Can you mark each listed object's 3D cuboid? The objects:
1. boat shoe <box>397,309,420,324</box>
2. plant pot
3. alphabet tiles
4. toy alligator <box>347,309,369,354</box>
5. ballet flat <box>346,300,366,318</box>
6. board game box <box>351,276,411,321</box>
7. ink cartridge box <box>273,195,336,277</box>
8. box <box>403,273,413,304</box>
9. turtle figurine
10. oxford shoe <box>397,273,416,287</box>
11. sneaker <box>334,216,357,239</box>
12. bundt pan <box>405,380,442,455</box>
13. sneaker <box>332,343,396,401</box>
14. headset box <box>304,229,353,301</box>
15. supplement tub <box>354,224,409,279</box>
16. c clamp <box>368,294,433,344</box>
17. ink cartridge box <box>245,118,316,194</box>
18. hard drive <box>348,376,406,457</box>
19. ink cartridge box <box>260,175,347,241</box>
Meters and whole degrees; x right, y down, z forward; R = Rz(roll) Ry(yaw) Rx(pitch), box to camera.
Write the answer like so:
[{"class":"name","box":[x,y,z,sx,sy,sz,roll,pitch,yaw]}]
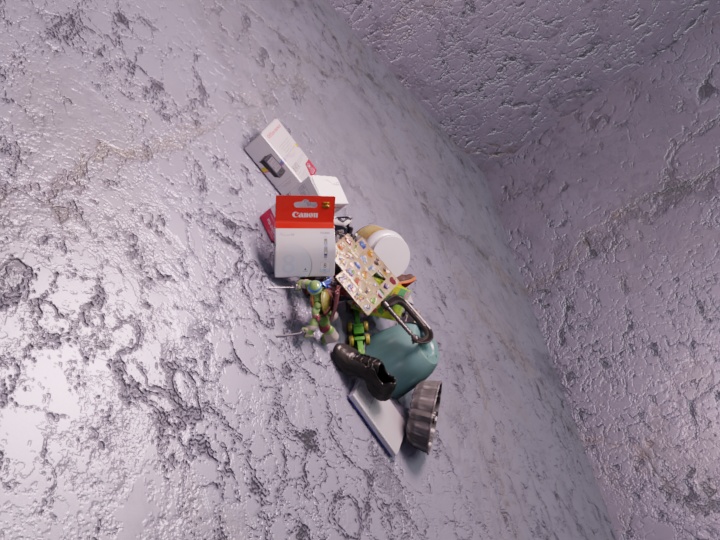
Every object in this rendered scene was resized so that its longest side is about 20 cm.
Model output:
[{"class":"boat shoe","box":[0.149,0.189,1.904,0.061,0.074,0.200,16,31,13]},{"class":"plant pot","box":[0.135,0.247,1.681,0.200,0.159,0.204,41,31,-31]},{"class":"alphabet tiles","box":[0.000,0.000,1.561,0.201,0.008,0.167,49,50,0]},{"class":"toy alligator","box":[-0.004,0.208,1.605,0.055,0.057,0.205,97,-13,-59]},{"class":"ballet flat","box":[-0.028,0.044,1.705,0.071,0.068,0.205,20,49,-60]},{"class":"board game box","box":[0.065,0.083,1.677,0.047,0.104,0.198,28,5,36]},{"class":"ink cartridge box","box":[-0.139,-0.084,1.446,0.155,0.205,0.047,-1,23,-14]},{"class":"box","box":[0.101,0.015,1.941,0.155,0.041,0.204,27,42,-48]},{"class":"turtle figurine","box":[-0.134,0.104,1.451,0.144,0.199,0.195,42,-12,38]},{"class":"oxford shoe","box":[0.118,0.026,1.838,0.074,0.071,0.199,57,28,10]},{"class":"sneaker","box":[-0.088,-0.147,1.727,0.201,0.128,0.080,52,26,-13]},{"class":"bundt pan","box":[0.175,0.404,1.604,0.202,0.074,0.208,10,90,-77]},{"class":"sneaker","box":[0.016,0.249,1.494,0.198,0.091,0.076,35,50,5]},{"class":"headset box","box":[-0.084,-0.005,1.597,0.147,0.073,0.206,15,70,-54]},{"class":"supplement tub","box":[0.057,-0.056,1.736,0.145,0.145,0.200,47,-6,-21]},{"class":"c clamp","box":[0.119,0.137,1.603,0.200,0.027,0.170,45,28,9]},{"class":"ink cartridge box","box":[-0.233,-0.330,1.708,0.201,0.085,0.149,49,28,-16]},{"class":"hard drive","box":[0.049,0.380,1.543,0.202,0.025,0.132,55,26,-9]},{"class":"ink cartridge box","box":[-0.151,-0.167,1.555,0.086,0.198,0.144,61,27,8]}]
